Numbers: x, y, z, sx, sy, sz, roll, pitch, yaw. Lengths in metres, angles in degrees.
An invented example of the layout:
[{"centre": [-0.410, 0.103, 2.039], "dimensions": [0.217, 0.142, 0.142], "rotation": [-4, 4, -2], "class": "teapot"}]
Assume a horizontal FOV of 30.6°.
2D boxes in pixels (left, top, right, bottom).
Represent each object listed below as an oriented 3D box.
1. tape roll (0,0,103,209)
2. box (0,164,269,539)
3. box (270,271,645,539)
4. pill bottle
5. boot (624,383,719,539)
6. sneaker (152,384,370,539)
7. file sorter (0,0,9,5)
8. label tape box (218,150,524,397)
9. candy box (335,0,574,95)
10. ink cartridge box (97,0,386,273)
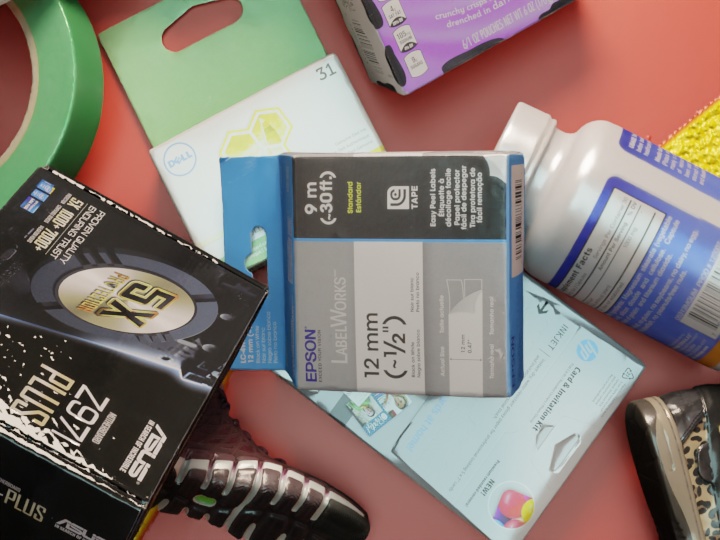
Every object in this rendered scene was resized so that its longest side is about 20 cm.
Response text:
[{"centre": [-0.272, -0.122, 0.880], "dimensions": [0.198, 0.048, 0.203], "rotation": [-1, 88, 13], "class": "tape roll"}, {"centre": [-0.167, 0.055, 0.758], "dimensions": [0.163, 0.201, 0.086], "rotation": [29, 128, -1], "class": "box"}, {"centre": [0.065, 0.066, 0.881], "dimensions": [0.199, 0.041, 0.157], "rotation": [36, 88, 5], "class": "box"}, {"centre": [0.172, -0.027, 0.852], "dimensions": [0.198, 0.112, 0.113], "rotation": [28, 86, 4], "class": "pill bottle"}, {"centre": [0.267, 0.154, 0.851], "dimensions": [0.149, 0.073, 0.202], "rotation": [-21, 95, -7], "class": "boot"}, {"centre": [-0.080, 0.110, 0.868], "dimensions": [0.198, 0.076, 0.116], "rotation": [23, 42, -22], "class": "sneaker"}, {"centre": [-0.269, -0.268, 0.812], "dimensions": [0.199, 0.125, 0.139], "rotation": [29, 44, 20], "class": "file sorter"}, {"centre": [0.000, 0.000, 0.811], "dimensions": [0.197, 0.066, 0.145], "rotation": [1, 97, 13], "class": "label tape box"}, {"centre": [0.048, -0.243, 0.846], "dimensions": [0.167, 0.072, 0.201], "rotation": [-30, 111, -9], "class": "candy box"}, {"centre": [-0.078, -0.109, 0.896], "dimensions": [0.144, 0.048, 0.202], "rotation": [-27, 87, -2], "class": "ink cartridge box"}]
